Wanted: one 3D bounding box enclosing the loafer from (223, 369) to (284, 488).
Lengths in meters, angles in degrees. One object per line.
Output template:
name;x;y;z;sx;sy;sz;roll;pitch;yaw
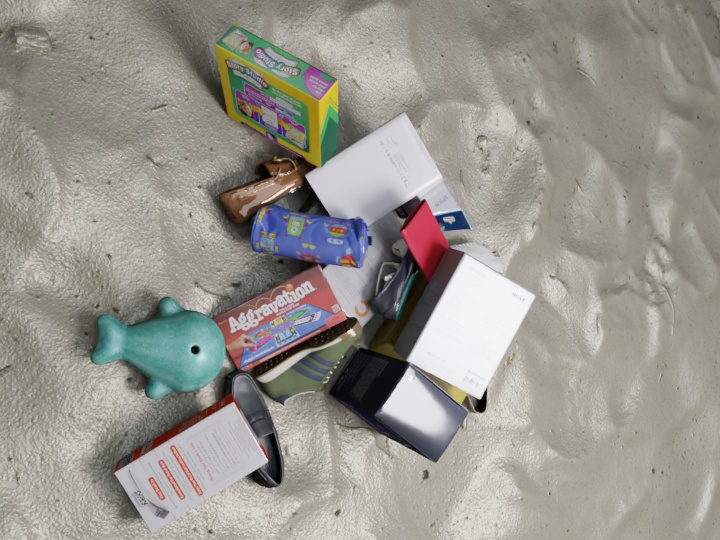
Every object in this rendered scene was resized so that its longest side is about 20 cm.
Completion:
loafer;-0.168;0.258;1.198;0.068;0.070;0.201;-20;95;-32

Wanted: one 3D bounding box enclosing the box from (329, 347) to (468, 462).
box;0.061;0.225;1.256;0.148;0.200;0.104;40;76;-19

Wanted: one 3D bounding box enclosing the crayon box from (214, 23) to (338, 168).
crayon box;-0.131;-0.278;1.184;0.200;0.173;0.058;31;65;13

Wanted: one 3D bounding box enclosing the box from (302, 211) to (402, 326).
box;0.000;0.000;1.316;0.200;0.097;0.125;-45;106;-27

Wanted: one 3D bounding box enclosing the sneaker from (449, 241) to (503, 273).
sneaker;0.200;-0.021;1.459;0.199;0.076;0.081;15;65;-33

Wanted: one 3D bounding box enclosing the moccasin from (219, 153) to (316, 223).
moccasin;-0.155;-0.161;1.266;0.201;0.074;0.078;-35;109;-19

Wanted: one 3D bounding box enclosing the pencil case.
pencil case;-0.080;-0.058;1.214;0.199;0.078;0.087;9;77;3

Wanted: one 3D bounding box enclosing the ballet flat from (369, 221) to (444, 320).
ballet flat;0.075;-0.010;1.268;0.073;0.073;0.200;35;73;-22

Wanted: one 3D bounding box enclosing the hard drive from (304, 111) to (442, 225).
hard drive;0.023;-0.161;1.260;0.200;0.025;0.132;-33;103;0

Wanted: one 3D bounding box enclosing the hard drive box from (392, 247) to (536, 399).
hard drive box;0.174;0.088;1.228;0.156;0.077;0.201;30;90;-17

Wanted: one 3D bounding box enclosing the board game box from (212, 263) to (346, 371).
board game box;-0.134;0.080;1.215;0.199;0.019;0.103;-27;98;2

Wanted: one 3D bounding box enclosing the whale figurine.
whale figurine;-0.302;0.117;1.121;0.199;0.104;0.160;14;77;-28

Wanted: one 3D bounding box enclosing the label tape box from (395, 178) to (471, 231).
label tape box;0.105;-0.142;1.363;0.066;0.143;0.200;-35;102;-14

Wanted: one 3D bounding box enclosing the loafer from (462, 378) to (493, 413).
loafer;0.216;0.189;1.394;0.076;0.067;0.201;-27;125;-28

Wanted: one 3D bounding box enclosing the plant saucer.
plant saucer;0.142;0.112;1.326;0.200;0.048;0.200;32;84;16

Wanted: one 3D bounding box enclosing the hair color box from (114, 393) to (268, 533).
hair color box;-0.254;0.289;1.114;0.200;0.064;0.111;-30;99;-10

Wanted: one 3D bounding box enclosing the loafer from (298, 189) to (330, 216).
loafer;-0.059;-0.113;1.317;0.070;0.075;0.200;44;74;-24

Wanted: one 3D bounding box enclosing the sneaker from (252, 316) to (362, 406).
sneaker;-0.075;0.159;1.239;0.200;0.067;0.090;-28;113;3

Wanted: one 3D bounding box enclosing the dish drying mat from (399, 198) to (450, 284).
dish drying mat;0.124;-0.025;1.248;0.077;0.018;0.200;-52;133;-22
